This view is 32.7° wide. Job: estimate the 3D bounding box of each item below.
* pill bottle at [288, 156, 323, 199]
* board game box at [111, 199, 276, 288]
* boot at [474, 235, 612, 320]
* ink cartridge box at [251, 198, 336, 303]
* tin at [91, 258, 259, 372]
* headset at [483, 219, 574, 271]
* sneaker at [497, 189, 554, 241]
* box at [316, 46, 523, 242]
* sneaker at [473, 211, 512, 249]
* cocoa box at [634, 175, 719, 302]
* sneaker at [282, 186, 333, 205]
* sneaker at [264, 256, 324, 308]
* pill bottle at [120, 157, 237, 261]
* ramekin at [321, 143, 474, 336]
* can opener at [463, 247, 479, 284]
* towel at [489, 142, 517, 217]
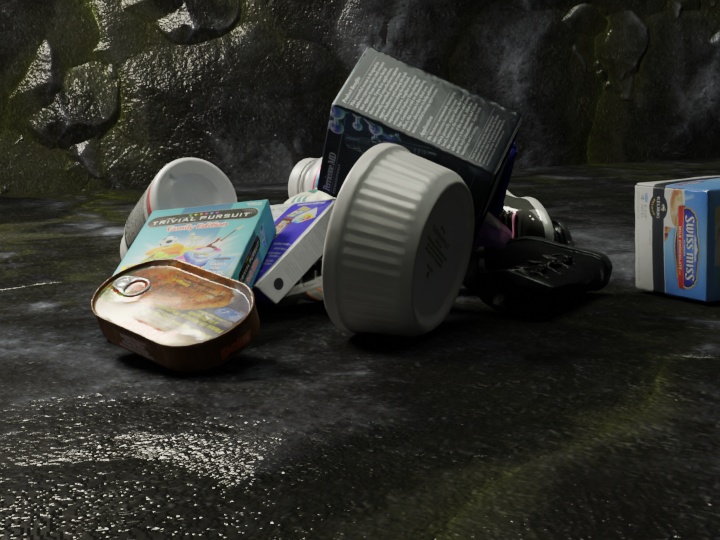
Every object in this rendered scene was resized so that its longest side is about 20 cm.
[{"bbox_3d":[-0.007,-0.109,1.721,0.198,0.111,0.108,11,15,43],"label":"pill bottle"},{"bbox_3d":[-0.190,-0.005,1.371,0.148,0.048,0.201,-5,32,14],"label":"board game box"},{"bbox_3d":[0.189,0.011,1.450,0.163,0.067,0.199,2,14,33],"label":"boot"},{"bbox_3d":[-0.130,-0.006,1.471,0.200,0.044,0.197,-45,23,-26],"label":"ink cartridge box"},{"bbox_3d":[-0.183,0.043,1.208,0.198,0.042,0.111,19,40,42],"label":"tin"},{"bbox_3d":[0.234,-0.023,1.687,0.121,0.096,0.201,-1,24,11],"label":"headset"},{"bbox_3d":[0.170,-0.067,1.608,0.098,0.072,0.200,-10,26,-23],"label":"sneaker"},{"bbox_3d":[0.065,-0.135,1.400,0.197,0.149,0.108,24,54,8],"label":"box"},{"bbox_3d":[0.096,-0.047,1.532,0.198,0.090,0.080,17,-14,37],"label":"sneaker"},{"bbox_3d":[0.448,-0.044,1.481,0.197,0.136,0.131,-6,10,-27],"label":"cocoa box"},{"bbox_3d":[-0.064,-0.064,1.586,0.092,0.071,0.200,-27,11,-6],"label":"sneaker"},{"bbox_3d":[-0.022,0.016,1.457,0.197,0.081,0.074,-16,29,12],"label":"sneaker"},{"bbox_3d":[-0.241,-0.056,1.584,0.112,0.116,0.200,-6,-15,-27],"label":"pill bottle"},{"bbox_3d":[0.046,-0.024,1.275,0.093,0.206,0.202,15,15,25],"label":"ramekin"},{"bbox_3d":[0.134,-0.016,1.651,0.052,0.068,0.200,1,0,6],"label":"can opener"},{"bbox_3d":[0.095,-0.145,1.519,0.197,0.050,0.148,23,-25,9],"label":"towel"}]
